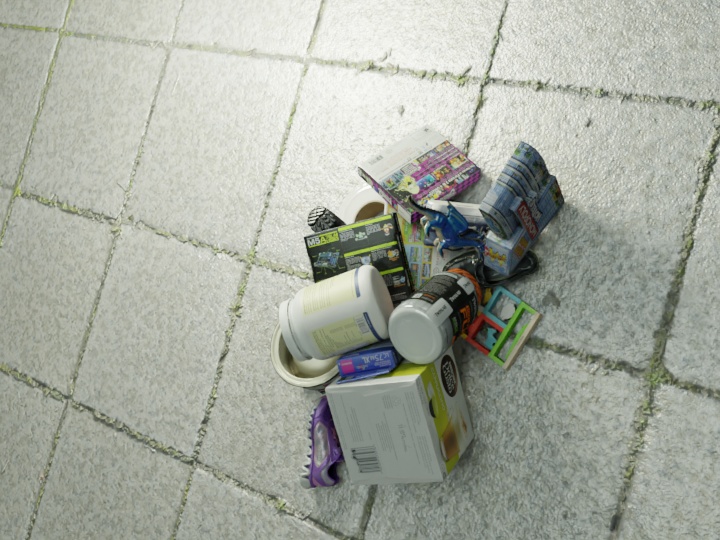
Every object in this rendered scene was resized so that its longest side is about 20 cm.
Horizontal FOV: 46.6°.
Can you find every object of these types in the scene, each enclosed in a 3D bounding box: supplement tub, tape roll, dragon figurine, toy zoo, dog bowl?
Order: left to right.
[{"bbox_3d":[-0.089,0.163,1.770,0.196,0.074,0.204,-10,60,17],"label":"dog bowl"},{"bbox_3d":[-0.044,0.087,1.616,0.196,0.145,0.148,-19,70,15],"label":"supplement tub"},{"bbox_3d":[0.043,-0.095,1.827,0.199,0.070,0.207,-7,76,31],"label":"tape roll"},{"bbox_3d":[0.148,0.081,1.589,0.121,0.199,0.125,17,123,28],"label":"supplement tub"},{"bbox_3d":[0.171,-0.093,1.611,0.099,0.201,0.059,-34,20,8],"label":"dragon figurine"},{"bbox_3d":[0.254,0.090,1.687,0.199,0.020,0.133,36,99,32],"label":"toy zoo"}]

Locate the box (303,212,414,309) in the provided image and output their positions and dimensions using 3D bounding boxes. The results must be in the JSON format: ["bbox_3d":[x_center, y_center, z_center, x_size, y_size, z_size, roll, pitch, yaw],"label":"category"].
[{"bbox_3d":[0.000,0.000,1.692,0.196,0.047,0.197,-14,91,14],"label":"box"}]

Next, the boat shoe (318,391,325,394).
[{"bbox_3d":[-0.007,0.249,1.793,0.197,0.070,0.068,-17,87,23],"label":"boat shoe"}]

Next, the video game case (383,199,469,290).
[{"bbox_3d":[0.131,-0.044,1.725,0.178,0.023,0.205,5,82,7],"label":"video game case"}]

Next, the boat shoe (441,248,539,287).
[{"bbox_3d":[0.254,-0.003,1.649,0.195,0.066,0.076,-2,97,12],"label":"boat shoe"}]

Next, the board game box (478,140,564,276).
[{"bbox_3d":[0.295,-0.103,1.574,0.061,0.200,0.202,28,82,31],"label":"board game box"}]

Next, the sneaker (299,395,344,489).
[{"bbox_3d":[-0.071,0.374,1.800,0.087,0.080,0.205,6,88,25],"label":"sneaker"}]

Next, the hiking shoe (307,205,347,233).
[{"bbox_3d":[-0.024,-0.056,1.769,0.076,0.101,0.201,-41,81,13],"label":"hiking shoe"}]

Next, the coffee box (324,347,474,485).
[{"bbox_3d":[0.082,0.276,1.617,0.197,0.197,0.204,-11,100,29],"label":"coffee box"}]

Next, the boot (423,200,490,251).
[{"bbox_3d":[0.223,-0.085,1.685,0.195,0.073,0.092,7,103,-4],"label":"boot"}]

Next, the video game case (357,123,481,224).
[{"bbox_3d":[0.123,-0.207,1.757,0.198,0.036,0.181,-33,58,-21],"label":"video game case"}]

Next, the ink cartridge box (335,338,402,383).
[{"bbox_3d":[0.031,0.160,1.631,0.117,0.200,0.043,-13,101,23],"label":"ink cartridge box"}]
